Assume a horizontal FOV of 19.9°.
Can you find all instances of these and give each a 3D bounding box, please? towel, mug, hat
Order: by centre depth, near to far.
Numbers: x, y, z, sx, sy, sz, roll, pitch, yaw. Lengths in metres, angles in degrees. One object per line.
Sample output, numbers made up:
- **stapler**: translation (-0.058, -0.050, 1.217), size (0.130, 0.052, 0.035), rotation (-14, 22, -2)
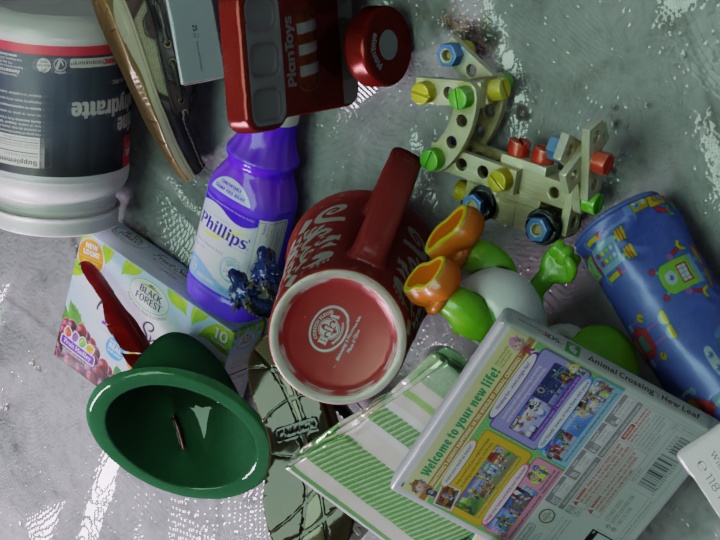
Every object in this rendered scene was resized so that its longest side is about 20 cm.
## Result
- **towel**: translation (0.055, 0.149, 1.612), size (0.152, 0.023, 0.200), rotation (39, 130, -18)
- **mug**: translation (-0.011, 0.003, 1.634), size (0.132, 0.200, 0.179), rotation (-5, 105, 8)
- **hat**: translation (-0.152, 0.079, 1.851), size (0.165, 0.177, 0.200), rotation (-31, 121, 35)

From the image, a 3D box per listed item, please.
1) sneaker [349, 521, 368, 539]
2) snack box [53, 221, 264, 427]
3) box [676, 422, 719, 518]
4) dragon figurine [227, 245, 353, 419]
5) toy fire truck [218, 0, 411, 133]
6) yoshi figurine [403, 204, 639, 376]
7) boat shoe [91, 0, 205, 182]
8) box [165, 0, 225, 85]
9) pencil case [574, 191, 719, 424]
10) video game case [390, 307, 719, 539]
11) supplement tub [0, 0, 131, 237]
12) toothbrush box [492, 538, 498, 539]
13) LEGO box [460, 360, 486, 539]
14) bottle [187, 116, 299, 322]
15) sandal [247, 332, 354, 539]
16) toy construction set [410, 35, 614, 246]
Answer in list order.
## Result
- **sneaker**: translation (0.002, 0.198, 1.759), size (0.076, 0.092, 0.200), rotation (42, 134, -13)
- **snack box**: translation (-0.191, 0.063, 1.920), size (0.199, 0.053, 0.143), rotation (32, 118, 28)
- **box**: translation (0.356, 0.152, 1.397), size (0.131, 0.199, 0.200), rotation (-43, 73, 38)
- **dragon figurine**: translation (-0.052, 0.075, 1.779), size (0.059, 0.099, 0.202), rotation (-19, 89, 41)
- **toy fire truck**: translation (-0.052, -0.220, 1.662), size (0.111, 0.167, 0.202), rotation (5, 104, 38)
- **yoshi figurine**: translation (0.137, 0.040, 1.557), size (0.200, 0.112, 0.113), rotation (40, 99, -16)
- **boat shoe**: translation (-0.172, -0.171, 1.819), size (0.073, 0.064, 0.201), rotation (46, 161, 55)
- **box**: translation (-0.136, -0.237, 1.721), size (0.041, 0.200, 0.158), rotation (-10, 96, 1)
- **pencil case**: translation (0.245, 0.035, 1.540), size (0.201, 0.086, 0.078), rotation (58, 167, 14)
- **video game case**: translation (0.142, 0.138, 1.536), size (0.181, 0.022, 0.201), rotation (28, 129, -4)
- **supplement tub**: translation (-0.279, -0.144, 1.886), size (0.139, 0.140, 0.202), rotation (16, 111, 35)
- **toothbrush box**: translation (0.059, 0.298, 1.576), size (0.085, 0.199, 0.147), rotation (47, 127, 21)
- **LEGO box**: translation (0.130, 0.186, 1.671), size (0.148, 0.077, 0.201), rotation (34, 120, 29)
- **bottle**: translation (-0.096, -0.057, 1.806), size (0.083, 0.065, 0.202), rotation (32, 119, 31)
- **sandal**: translation (-0.047, 0.150, 1.729), size (0.081, 0.055, 0.202), rotation (-17, 82, 19)
- **toy construction set**: translation (0.125, -0.095, 1.606), size (0.199, 0.092, 0.132), rotation (29, 118, 43)
